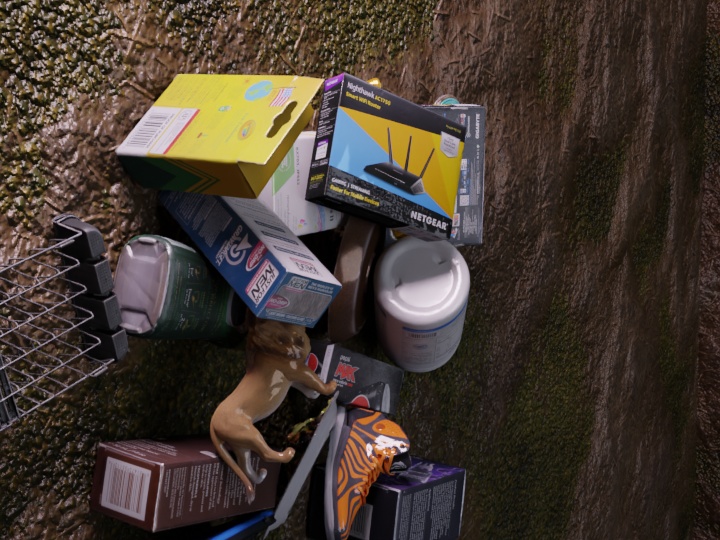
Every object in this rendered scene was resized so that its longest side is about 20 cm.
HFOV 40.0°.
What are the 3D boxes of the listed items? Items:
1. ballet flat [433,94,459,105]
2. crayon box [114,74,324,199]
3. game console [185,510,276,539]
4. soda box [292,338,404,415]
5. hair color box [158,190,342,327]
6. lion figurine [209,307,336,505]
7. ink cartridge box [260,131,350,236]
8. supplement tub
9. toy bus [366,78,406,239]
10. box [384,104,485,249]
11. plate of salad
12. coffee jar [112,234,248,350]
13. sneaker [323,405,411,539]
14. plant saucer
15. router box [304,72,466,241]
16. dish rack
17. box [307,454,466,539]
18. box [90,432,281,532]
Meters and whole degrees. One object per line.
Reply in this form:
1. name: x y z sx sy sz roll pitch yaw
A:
1. ballet flat: 0.105 -0.162 1.478 0.067 0.067 0.204 5 99 -25
2. crayon box: -0.134 -0.137 0.993 0.128 0.197 0.051 -58 140 -30
3. game console: -0.191 0.366 1.095 0.199 0.169 0.120 -15 82 -55
4. soda box: -0.016 0.147 1.358 0.199 0.062 0.072 26 75 -55
5. hair color box: -0.118 -0.030 1.041 0.061 0.200 0.099 -53 148 14
6. lion figurine: -0.107 0.131 1.052 0.122 0.072 0.202 37 70 -16
7. ink cartridge box: -0.069 -0.109 1.218 0.199 0.066 0.120 -17 110 -55
8. supplement tub: 0.082 0.048 1.367 0.201 0.130 0.134 87 24 -67
9. toy bus: 0.037 -0.148 1.316 0.078 0.064 0.203 7 60 -82
10. box: 0.100 -0.134 1.419 0.156 0.046 0.205 -4 102 -20
11. plate of salad: -0.081 0.235 1.225 0.203 0.047 0.200 -62 176 -7
12. coffee jar: -0.172 0.029 1.074 0.199 0.084 0.107 17 83 -56
13. sneaker: 0.011 0.259 1.274 0.078 0.109 0.202 93 2 -47
14. plant saucer: 0.000 0.000 1.309 0.200 0.034 0.205 12 89 -81
15. router box: 0.034 -0.133 1.210 0.197 0.051 0.152 16 78 -35
16. dish rack: -0.304 0.052 0.909 0.199 0.054 0.156 -34 123 -47
17. box: 0.041 0.331 1.408 0.199 0.146 0.107 1 95 -58
18. box: -0.185 0.226 1.082 0.199 0.099 0.077 10 88 -57
